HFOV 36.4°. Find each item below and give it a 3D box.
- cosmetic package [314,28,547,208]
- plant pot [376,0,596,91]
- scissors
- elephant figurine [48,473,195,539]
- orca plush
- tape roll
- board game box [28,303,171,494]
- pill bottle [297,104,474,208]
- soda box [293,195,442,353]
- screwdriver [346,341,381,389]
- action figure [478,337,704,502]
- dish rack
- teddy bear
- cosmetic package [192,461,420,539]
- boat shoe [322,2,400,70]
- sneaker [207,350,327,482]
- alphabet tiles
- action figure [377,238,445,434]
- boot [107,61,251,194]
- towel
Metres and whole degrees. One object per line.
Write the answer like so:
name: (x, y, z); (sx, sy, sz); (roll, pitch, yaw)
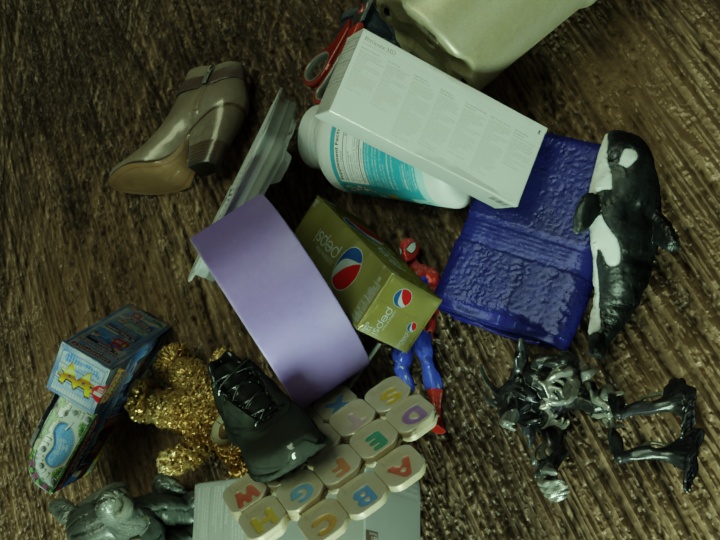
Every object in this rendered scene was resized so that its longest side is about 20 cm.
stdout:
cosmetic package: (0.065, -0.135, 0.998); (0.083, 0.200, 0.051); (-66, 18, -6)
plant pot: (0.121, -0.278, 1.052); (0.184, 0.200, 0.200); (-46, 53, -4)
scissors: (0.001, -0.270, 1.190); (0.200, 0.014, 0.073); (-54, 41, 11)
elephant figurine: (-0.247, 0.263, 1.094); (0.141, 0.200, 0.156); (28, 94, 35)
orca plush: (0.236, -0.021, 0.948); (0.071, 0.105, 0.201); (6, 76, 46)
tape roll: (-0.079, 0.031, 1.071); (0.085, 0.200, 0.200); (-32, 54, -7)
board game box: (-0.296, 0.134, 1.187); (0.062, 0.200, 0.200); (29, 88, 3)
pill bottle: (0.032, -0.129, 1.128); (0.200, 0.111, 0.111); (12, 78, 37)
soda box: (0.000, 0.000, 1.083); (0.064, 0.068, 0.200); (-56, 33, 10)
screwdriver: (-0.020, 0.134, 1.112); (0.200, 0.028, 0.029); (-53, 23, 3)
action figure: (0.181, 0.124, 0.927); (0.199, 0.102, 0.119); (5, 115, 29)
dish rack: (-0.119, -0.087, 1.186); (0.200, 0.043, 0.172); (-60, 9, 26)
teddy bear: (-0.172, 0.145, 1.167); (0.145, 0.067, 0.200); (-35, 49, -11)
cosmetic package: (-0.051, 0.239, 1.040); (0.199, 0.107, 0.091); (-15, 64, 26)
boat shoe: (0.045, -0.244, 1.188); (0.200, 0.071, 0.091); (8, 80, 38)
sneaker: (-0.099, 0.130, 1.011); (0.076, 0.091, 0.200); (-33, 20, -19)
alphabet tiles: (-0.028, 0.167, 0.986); (0.200, 0.015, 0.196); (-33, 26, -11)
action figure: (0.051, 0.061, 1.081); (0.065, 0.052, 0.201); (-17, 61, 32)
boot: (-0.219, -0.178, 1.348); (0.199, 0.070, 0.147); (-7, 62, 30)
towel: (0.168, -0.031, 1.043); (0.147, 0.050, 0.201); (19, 82, 30)
